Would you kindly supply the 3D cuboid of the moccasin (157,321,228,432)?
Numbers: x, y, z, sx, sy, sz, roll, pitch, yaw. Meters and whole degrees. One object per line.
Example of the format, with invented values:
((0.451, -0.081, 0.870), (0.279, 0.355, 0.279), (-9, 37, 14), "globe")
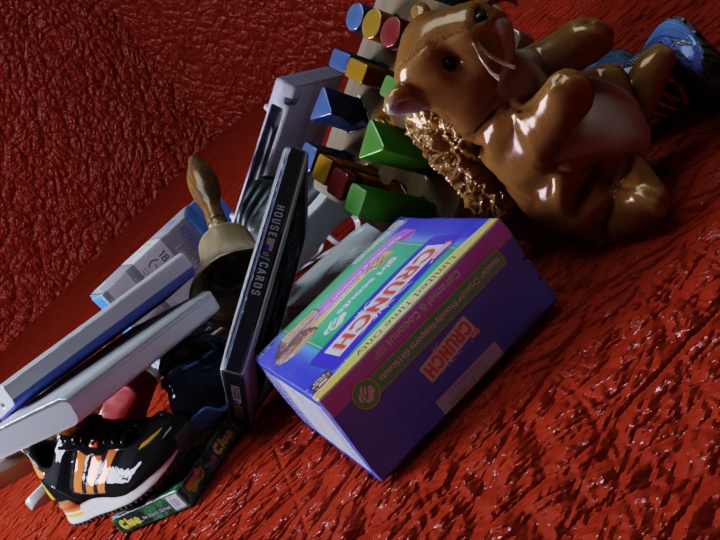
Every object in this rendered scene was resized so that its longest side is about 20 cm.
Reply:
((-0.152, 0.087, 1.069), (0.080, 0.068, 0.200), (-41, 12, -4), "moccasin")

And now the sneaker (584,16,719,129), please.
((0.217, -0.130, 0.870), (0.079, 0.075, 0.200), (-52, 8, -11), "sneaker")

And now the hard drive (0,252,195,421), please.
((-0.250, 0.063, 1.055), (0.199, 0.025, 0.132), (-39, 4, -26), "hard drive")

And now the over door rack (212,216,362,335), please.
((-0.095, 0.009, 1.252), (0.147, 0.067, 0.201), (-29, 18, 41), "over door rack")

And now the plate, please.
((0.000, 0.000, 1.060), (0.200, 0.033, 0.199), (-43, 16, -28), "plate")

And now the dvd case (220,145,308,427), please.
((-0.079, 0.017, 0.971), (0.151, 0.024, 0.203), (97, -172, -67), "dvd case")

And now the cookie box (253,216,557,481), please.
((0.024, 0.044, 0.811), (0.171, 0.075, 0.200), (-44, 14, -11), "cookie box")

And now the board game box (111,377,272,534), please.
((-0.143, 0.151, 1.041), (0.104, 0.024, 0.201), (-27, 20, 38), "board game box")

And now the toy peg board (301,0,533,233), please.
((0.018, -0.138, 0.971), (0.199, 0.097, 0.203), (35, 109, 48), "toy peg board")

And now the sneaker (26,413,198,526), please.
((-0.227, 0.159, 0.998), (0.199, 0.090, 0.070), (-31, 15, 40), "sneaker")

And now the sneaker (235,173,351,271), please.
((-0.052, -0.090, 1.197), (0.099, 0.071, 0.200), (31, 65, 32), "sneaker")

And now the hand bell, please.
((-0.144, -0.051, 1.149), (0.104, 0.104, 0.201), (-36, 48, 13), "hand bell")

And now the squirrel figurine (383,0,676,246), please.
((0.095, -0.102, 0.793), (0.200, 0.185, 0.143), (-36, 36, 60), "squirrel figurine")

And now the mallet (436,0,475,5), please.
((0.099, -0.198, 0.986), (0.065, 0.041, 0.200), (-32, 35, -2), "mallet")

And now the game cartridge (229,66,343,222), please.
((-0.086, -0.126, 1.270), (0.130, 0.038, 0.202), (-40, -27, -64), "game cartridge")

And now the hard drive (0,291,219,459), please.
((-0.225, 0.090, 1.005), (0.131, 0.026, 0.200), (-25, 10, 37), "hard drive")

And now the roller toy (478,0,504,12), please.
((0.090, -0.163, 1.130), (0.181, 0.140, 0.201), (-26, 26, 20), "roller toy")

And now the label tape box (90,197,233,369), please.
((-0.191, 0.014, 1.327), (0.200, 0.145, 0.063), (-46, 15, -20), "label tape box")

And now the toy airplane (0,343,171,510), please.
((-0.293, 0.155, 1.168), (0.198, 0.142, 0.200), (-34, 0, -7), "toy airplane")
